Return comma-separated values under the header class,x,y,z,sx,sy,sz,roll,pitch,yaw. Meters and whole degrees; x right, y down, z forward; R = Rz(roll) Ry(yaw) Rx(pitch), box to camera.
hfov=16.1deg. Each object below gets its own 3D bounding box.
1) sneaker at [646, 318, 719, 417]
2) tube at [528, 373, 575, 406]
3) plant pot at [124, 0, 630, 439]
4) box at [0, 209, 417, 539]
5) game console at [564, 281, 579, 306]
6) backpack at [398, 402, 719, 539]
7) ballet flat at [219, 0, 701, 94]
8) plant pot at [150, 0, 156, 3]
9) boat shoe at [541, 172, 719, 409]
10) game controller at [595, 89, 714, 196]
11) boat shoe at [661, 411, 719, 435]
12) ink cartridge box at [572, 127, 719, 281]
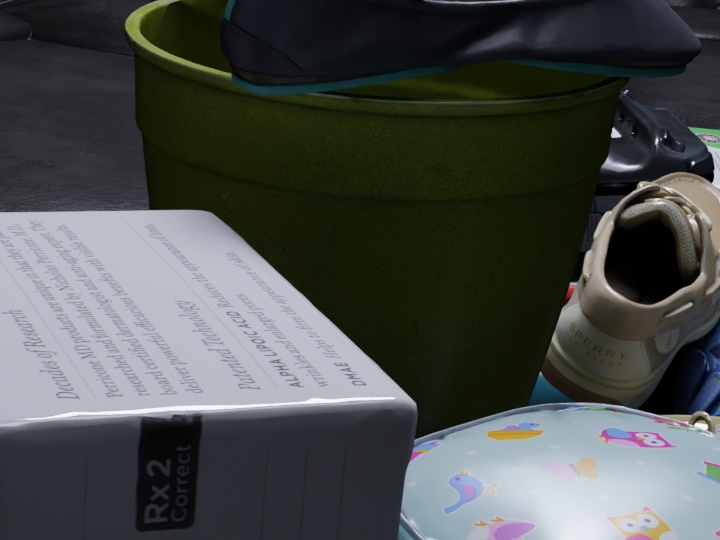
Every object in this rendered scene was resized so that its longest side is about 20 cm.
class,x,y,z,sx,sy,sz,roll,pitch,yaw
sneaker,0.179,0.074,1.192,0.082,0.074,0.200,-5,19,-25
tube,0.037,0.054,1.262,0.200,0.051,0.077,6,4,15
plant pot,0.000,0.000,1.028,0.200,0.193,0.200,4,17,-1
box,-0.084,0.101,0.805,0.130,0.199,0.200,-2,19,-21
game console,0.044,0.024,1.306,0.199,0.031,0.177,4,-6,-4
backpack,0.064,0.130,0.852,0.176,0.154,0.200,-15,20,-37
ballet flat,0.043,-0.102,0.929,0.200,0.073,0.073,-5,20,-27
plant pot,-0.014,-0.081,1.308,0.177,0.200,0.200,-8,-5,-6
boat shoe,0.141,-0.005,1.198,0.072,0.065,0.200,28,32,10
game controller,0.129,-0.065,1.387,0.104,0.042,0.200,-11,11,1
boat shoe,0.180,0.101,1.071,0.200,0.073,0.063,11,-8,20
ink cartridge box,0.137,-0.035,1.509,0.199,0.083,0.147,5,17,-1
